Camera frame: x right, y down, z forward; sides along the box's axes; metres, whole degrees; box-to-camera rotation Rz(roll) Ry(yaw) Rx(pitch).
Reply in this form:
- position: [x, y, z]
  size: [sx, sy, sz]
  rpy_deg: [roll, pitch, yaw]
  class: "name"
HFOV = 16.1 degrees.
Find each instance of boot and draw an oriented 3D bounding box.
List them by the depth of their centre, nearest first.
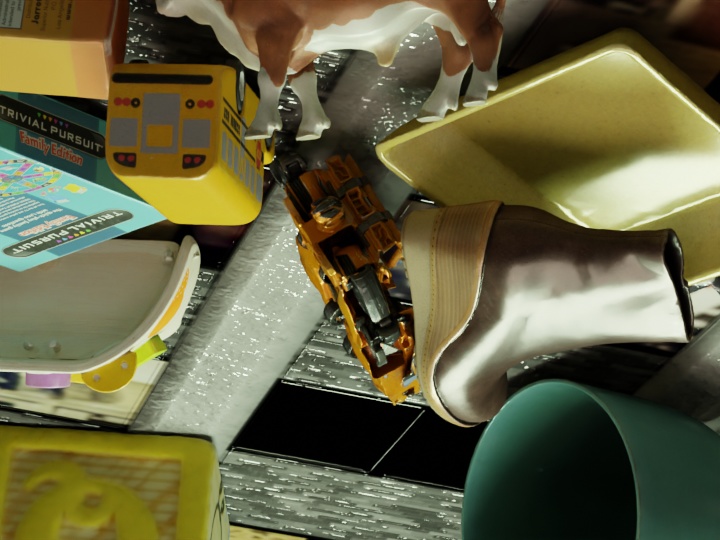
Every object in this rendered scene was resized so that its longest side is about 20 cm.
- position: [0.117, 0.037, 1.537]
  size: [0.166, 0.072, 0.200]
  rpy_deg: [6, 143, 18]
  class: "boot"

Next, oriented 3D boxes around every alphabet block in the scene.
- position: [-0.215, 0.254, 2.088]
  size: [0.196, 0.196, 0.200]
  rpy_deg: [2, 156, 2]
  class: "alphabet block"

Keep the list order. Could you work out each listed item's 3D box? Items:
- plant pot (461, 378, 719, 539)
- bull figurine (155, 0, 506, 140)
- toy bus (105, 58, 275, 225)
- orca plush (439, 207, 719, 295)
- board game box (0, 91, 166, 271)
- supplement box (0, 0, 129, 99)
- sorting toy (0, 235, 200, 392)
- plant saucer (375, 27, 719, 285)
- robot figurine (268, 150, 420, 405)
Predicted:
- position: [0.197, 0.184, 1.876]
  size: [0.161, 0.201, 0.200]
  rpy_deg: [6, 158, -36]
  class: "plant pot"
- position: [-0.015, -0.133, 1.328]
  size: [0.199, 0.122, 0.065]
  rpy_deg: [-8, 176, 15]
  class: "bull figurine"
- position: [-0.093, -0.073, 1.452]
  size: [0.065, 0.079, 0.200]
  rpy_deg: [1, 172, 6]
  class: "toy bus"
- position: [0.139, -0.022, 1.619]
  size: [0.199, 0.071, 0.106]
  rpy_deg: [-9, 109, 5]
  class: "orca plush"
- position: [-0.235, -0.063, 1.563]
  size: [0.151, 0.047, 0.200]
  rpy_deg: [-17, 154, 39]
  class: "board game box"
- position: [-0.229, -0.142, 1.397]
  size: [0.199, 0.069, 0.067]
  rpy_deg: [3, 154, 0]
  class: "supplement box"
- position: [-0.202, 0.034, 1.761]
  size: [0.199, 0.107, 0.180]
  rpy_deg: [2, 174, 6]
  class: "sorting toy"
- position: [0.144, -0.064, 1.485]
  size: [0.200, 0.049, 0.200]
  rpy_deg: [36, 142, -31]
  class: "plant saucer"
- position: [0.000, 0.000, 1.600]
  size: [0.058, 0.145, 0.200]
  rpy_deg: [-30, 154, -6]
  class: "robot figurine"
